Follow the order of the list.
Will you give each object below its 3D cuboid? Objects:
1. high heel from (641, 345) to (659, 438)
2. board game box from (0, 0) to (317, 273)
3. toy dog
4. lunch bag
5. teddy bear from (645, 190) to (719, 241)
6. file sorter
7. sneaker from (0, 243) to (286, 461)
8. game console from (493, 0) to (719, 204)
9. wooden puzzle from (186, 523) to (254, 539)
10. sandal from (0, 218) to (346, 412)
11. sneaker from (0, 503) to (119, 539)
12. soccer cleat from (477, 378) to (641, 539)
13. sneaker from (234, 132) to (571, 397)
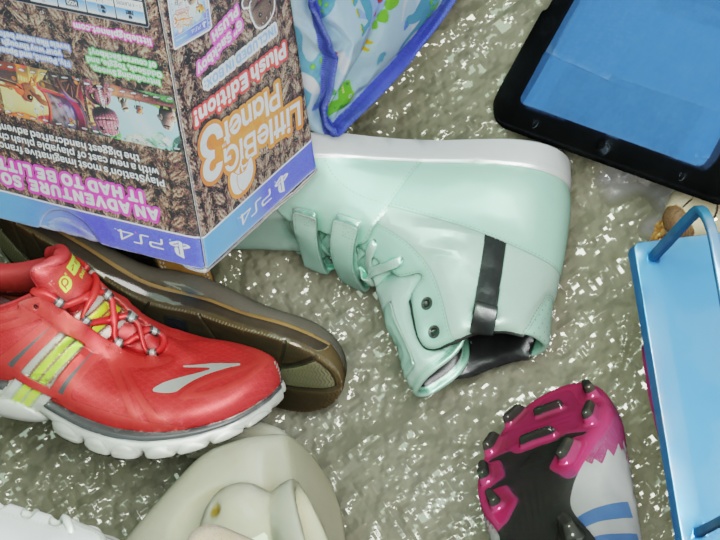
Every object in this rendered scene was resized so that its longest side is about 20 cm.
[{"bbox_3d":[0.142,0.130,1.229,0.096,0.068,0.201,18,66,17],"label":"high heel"},{"bbox_3d":[-0.121,-0.121,1.241,0.159,0.201,0.097,14,38,30],"label":"board game box"},{"bbox_3d":[-0.096,0.168,1.252,0.199,0.140,0.194,-31,57,6],"label":"toy dog"},{"bbox_3d":[-0.033,-0.183,1.349,0.169,0.128,0.200,22,48,25],"label":"lunch bag"},{"bbox_3d":[0.199,-0.064,1.274,0.200,0.067,0.145,-40,63,1],"label":"teddy bear"},{"bbox_3d":[0.233,0.033,1.158,0.199,0.123,0.139,-7,78,-7],"label":"file sorter"},{"bbox_3d":[-0.133,0.031,1.285,0.199,0.077,0.085,11,121,13],"label":"sneaker"},{"bbox_3d":[0.132,-0.150,1.256,0.116,0.176,0.200,-32,30,-22],"label":"game console"},{"bbox_3d":[-0.034,0.229,1.130,0.201,0.185,0.046,-62,24,4],"label":"wooden puzzle"},{"bbox_3d":[-0.091,0.008,1.337,0.199,0.082,0.055,18,58,19],"label":"sandal"},{"bbox_3d":[-0.144,0.136,1.182,0.200,0.074,0.087,41,93,21],"label":"sneaker"},{"bbox_3d":[0.094,0.126,1.216,0.070,0.200,0.087,-23,112,17],"label":"soccer cleat"},{"bbox_3d":[0.000,0.000,1.306,0.199,0.074,0.119,-2,65,14],"label":"sneaker"}]
